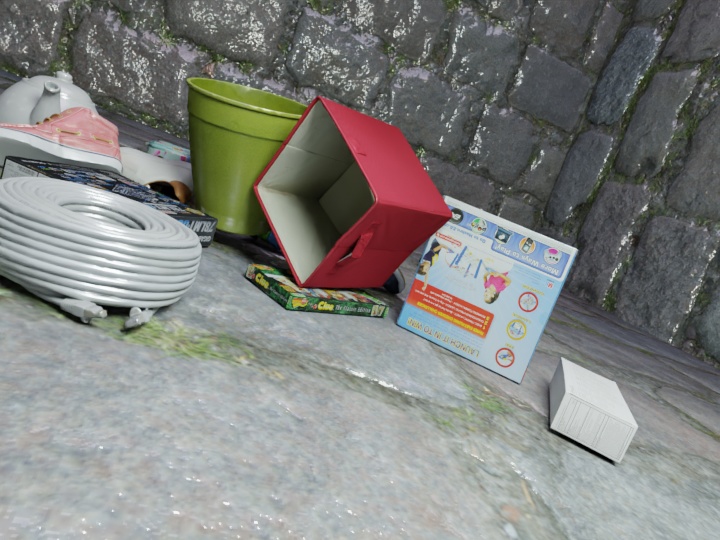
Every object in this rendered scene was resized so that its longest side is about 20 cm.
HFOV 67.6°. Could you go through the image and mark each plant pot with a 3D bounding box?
[{"bbox_3d":[-0.180,-0.168,0.828,0.194,0.198,0.201,14,21,-6],"label":"plant pot"}]

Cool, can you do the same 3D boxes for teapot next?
[{"bbox_3d":[-0.546,-0.280,0.962,0.196,0.150,0.197,24,10,18],"label":"teapot"}]

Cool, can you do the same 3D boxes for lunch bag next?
[{"bbox_3d":[-0.415,-0.249,1.279,0.195,0.079,0.160,18,11,-21],"label":"lunch bag"}]

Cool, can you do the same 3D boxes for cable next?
[{"bbox_3d":[-0.248,-0.029,0.502,0.195,0.071,0.200,22,10,0],"label":"cable"}]

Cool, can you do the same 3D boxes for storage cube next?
[{"bbox_3d":[-0.011,-0.099,0.748,0.177,0.171,0.203,3,51,-49],"label":"storage cube"}]

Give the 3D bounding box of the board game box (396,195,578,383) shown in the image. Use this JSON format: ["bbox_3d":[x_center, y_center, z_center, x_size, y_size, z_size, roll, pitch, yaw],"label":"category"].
[{"bbox_3d":[0.177,0.024,0.775,0.196,0.201,0.056,24,10,15],"label":"board game box"}]

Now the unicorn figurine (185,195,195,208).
[{"bbox_3d":[-0.274,-0.131,0.973,0.134,0.076,0.200,22,10,-3],"label":"unicorn figurine"}]

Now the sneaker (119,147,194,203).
[{"bbox_3d":[-0.364,-0.145,0.875,0.194,0.074,0.086,6,47,10],"label":"sneaker"}]

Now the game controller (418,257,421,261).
[{"bbox_3d":[0.253,0.014,1.493,0.198,0.043,0.104,31,-1,40],"label":"game controller"}]

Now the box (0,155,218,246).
[{"bbox_3d":[-0.321,-0.087,0.716,0.194,0.051,0.200,25,9,10],"label":"box"}]

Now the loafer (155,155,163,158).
[{"bbox_3d":[-0.407,-0.207,1.117,0.196,0.064,0.072,26,11,20],"label":"loafer"}]

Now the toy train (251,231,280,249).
[{"bbox_3d":[-0.113,-0.129,0.967,0.114,0.203,0.085,30,-9,8],"label":"toy train"}]

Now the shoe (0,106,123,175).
[{"bbox_3d":[-0.455,-0.196,0.796,0.197,0.071,0.094,8,61,-44],"label":"shoe"}]

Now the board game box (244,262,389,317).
[{"bbox_3d":[-0.056,0.030,0.756,0.104,0.024,0.197,27,11,39],"label":"board game box"}]

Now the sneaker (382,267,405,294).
[{"bbox_3d":[0.000,0.000,0.938,0.069,0.109,0.201,27,-20,47],"label":"sneaker"}]

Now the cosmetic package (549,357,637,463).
[{"bbox_3d":[0.284,0.167,0.678,0.081,0.052,0.199,27,11,17],"label":"cosmetic package"}]
